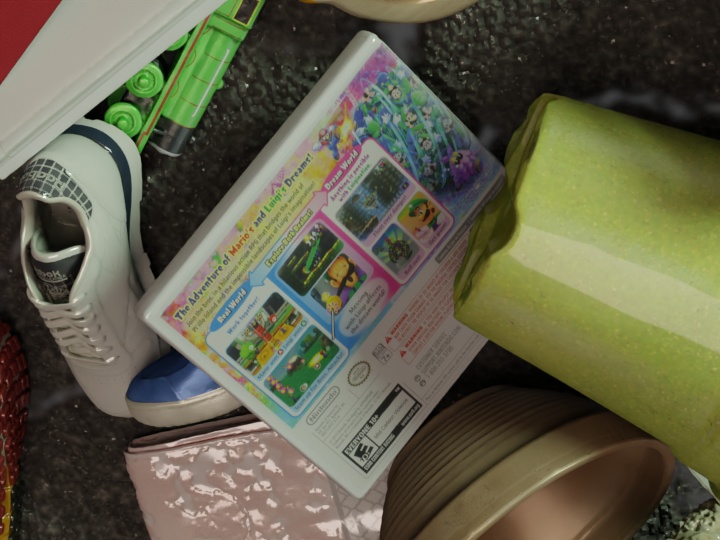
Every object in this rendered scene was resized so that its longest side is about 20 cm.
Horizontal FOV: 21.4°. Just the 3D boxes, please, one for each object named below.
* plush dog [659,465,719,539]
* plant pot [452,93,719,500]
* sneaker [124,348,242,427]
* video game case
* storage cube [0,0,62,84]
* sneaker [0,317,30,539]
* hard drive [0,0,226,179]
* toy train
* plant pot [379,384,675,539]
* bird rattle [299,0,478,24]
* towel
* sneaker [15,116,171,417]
[{"bbox_3d":[0.205,0.215,1.154,0.199,0.161,0.172,28,133,-11],"label":"plush dog"},{"bbox_3d":[0.154,0.000,1.020,0.183,0.201,0.202,22,113,-4],"label":"plant pot"},{"bbox_3d":[-0.062,0.007,1.114,0.199,0.077,0.112,-24,112,5],"label":"sneaker"},{"bbox_3d":[0.000,0.000,1.069,0.182,0.024,0.200,42,84,-28],"label":"video game case"},{"bbox_3d":[-0.245,-0.210,0.974,0.200,0.179,0.171,-48,69,21],"label":"storage cube"},{"bbox_3d":[-0.257,0.116,1.194,0.081,0.078,0.202,12,113,4],"label":"sneaker"},{"bbox_3d":[-0.154,-0.161,1.055,0.199,0.026,0.133,-36,63,20],"label":"hard drive"},{"bbox_3d":[-0.086,-0.149,1.085,0.056,0.042,0.201,24,114,-14],"label":"toy train"},{"bbox_3d":[0.079,0.135,1.123,0.201,0.200,0.093,-51,60,22],"label":"plant pot"},{"bbox_3d":[0.037,-0.206,1.023,0.198,0.113,0.164,-3,139,-20],"label":"bird rattle"},{"bbox_3d":[-0.036,0.183,1.216,0.189,0.032,0.202,-12,109,12],"label":"towel"},{"bbox_3d":[-0.164,0.012,1.123,0.076,0.081,0.201,2,124,17],"label":"sneaker"}]
